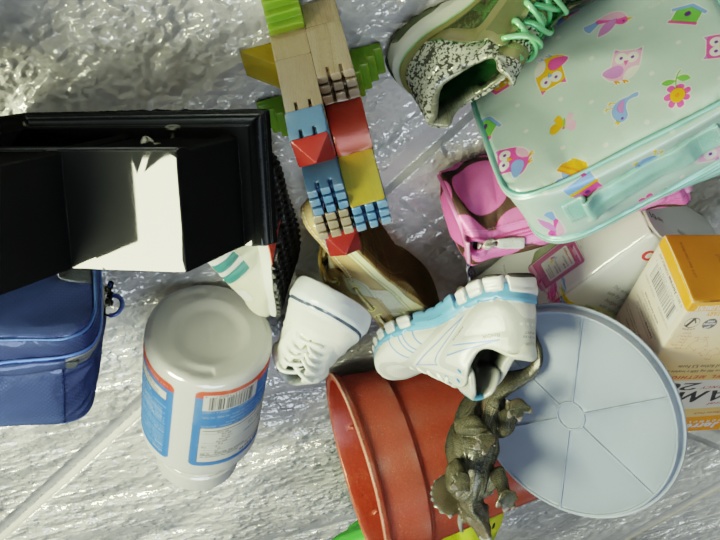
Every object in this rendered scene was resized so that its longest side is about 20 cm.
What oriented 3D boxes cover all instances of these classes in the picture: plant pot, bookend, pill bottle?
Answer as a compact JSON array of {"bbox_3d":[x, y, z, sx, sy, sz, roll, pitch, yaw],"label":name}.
[{"bbox_3d":[0.086,0.171,1.116,0.194,0.201,0.201,-15,143,-10],"label":"plant pot"},{"bbox_3d":[-0.183,-0.044,0.697,0.197,0.200,0.093,2,104,21],"label":"bookend"},{"bbox_3d":[-0.144,0.115,1.030,0.111,0.113,0.201,-1,141,-14],"label":"pill bottle"}]

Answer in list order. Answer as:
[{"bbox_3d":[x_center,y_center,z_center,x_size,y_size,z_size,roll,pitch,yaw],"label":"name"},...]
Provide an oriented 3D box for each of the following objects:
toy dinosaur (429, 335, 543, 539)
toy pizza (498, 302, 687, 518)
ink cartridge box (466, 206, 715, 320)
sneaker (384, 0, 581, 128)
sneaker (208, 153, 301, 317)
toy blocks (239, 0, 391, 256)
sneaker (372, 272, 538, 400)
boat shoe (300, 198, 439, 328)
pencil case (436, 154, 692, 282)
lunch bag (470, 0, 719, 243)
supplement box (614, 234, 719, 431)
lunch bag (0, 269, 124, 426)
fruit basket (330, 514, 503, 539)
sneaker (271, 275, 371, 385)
[{"bbox_3d":[0.102,0.145,0.974,0.076,0.102,0.201,7,95,-15],"label":"toy dinosaur"},{"bbox_3d":[0.188,0.120,0.977,0.032,0.200,0.200,-29,163,-49],"label":"toy pizza"},{"bbox_3d":[0.218,0.014,1.030,0.144,0.085,0.200,24,130,-38],"label":"ink cartridge box"},{"bbox_3d":[0.108,-0.165,0.774,0.200,0.089,0.077,-38,135,27],"label":"sneaker"},{"bbox_3d":[-0.106,-0.033,0.909,0.093,0.071,0.200,11,151,11],"label":"sneaker"},{"bbox_3d":[-0.018,-0.086,0.797,0.099,0.137,0.200,-14,142,1],"label":"toy blocks"},{"bbox_3d":[0.077,0.073,0.962,0.075,0.087,0.200,5,157,-32],"label":"sneaker"},{"bbox_3d":[0.000,0.000,0.957,0.066,0.074,0.200,-25,141,18],"label":"boat shoe"},{"bbox_3d":[0.166,-0.063,0.908,0.199,0.094,0.091,-19,115,5],"label":"pencil case"},{"bbox_3d":[0.181,-0.113,0.801,0.199,0.161,0.077,-28,139,17],"label":"lunch bag"},{"bbox_3d":[0.290,0.060,0.980,0.125,0.074,0.201,-1,141,-14],"label":"supplement box"},{"bbox_3d":[-0.282,0.032,0.867,0.199,0.136,0.133,-3,141,-13],"label":"lunch bag"},{"bbox_3d":[0.092,0.293,1.248,0.214,0.156,0.216,-17,-178,1],"label":"fruit basket"},{"bbox_3d":[-0.038,0.061,0.962,0.073,0.071,0.200,26,164,4],"label":"sneaker"}]
